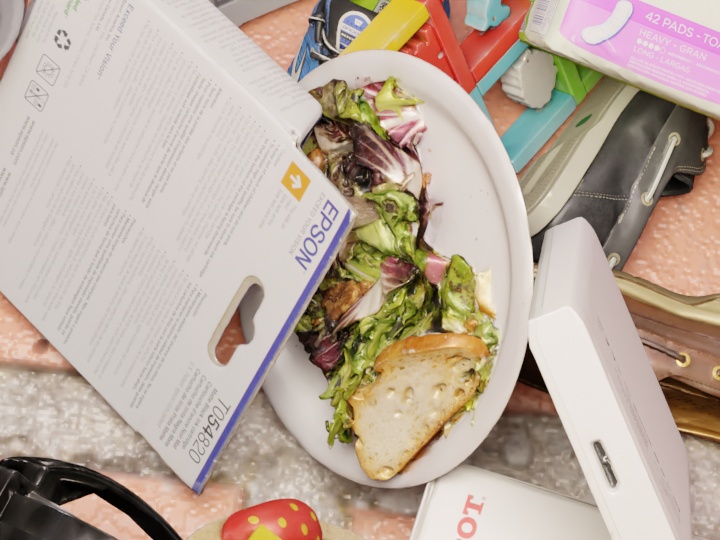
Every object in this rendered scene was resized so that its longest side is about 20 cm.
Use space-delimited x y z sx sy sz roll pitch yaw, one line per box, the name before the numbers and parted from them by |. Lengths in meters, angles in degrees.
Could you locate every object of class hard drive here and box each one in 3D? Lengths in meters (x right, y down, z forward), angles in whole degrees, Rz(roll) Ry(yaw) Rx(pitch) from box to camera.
hard drive | 0.110 0.057 1.156 0.026 0.200 0.133 -22 98 9

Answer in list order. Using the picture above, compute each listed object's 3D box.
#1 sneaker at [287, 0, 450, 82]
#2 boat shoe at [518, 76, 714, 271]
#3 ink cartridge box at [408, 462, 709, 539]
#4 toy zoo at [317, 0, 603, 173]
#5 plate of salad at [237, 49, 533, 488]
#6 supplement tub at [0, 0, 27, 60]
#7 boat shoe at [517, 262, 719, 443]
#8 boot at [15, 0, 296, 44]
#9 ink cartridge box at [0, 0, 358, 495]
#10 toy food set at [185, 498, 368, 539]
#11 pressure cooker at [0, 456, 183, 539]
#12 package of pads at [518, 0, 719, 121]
sneaker | -0.013 -0.093 1.334 0.078 0.089 0.201 19 66 9
boat shoe | 0.145 -0.069 1.349 0.068 0.072 0.200 43 65 -10
ink cartridge box | 0.106 0.191 1.208 0.199 0.084 0.147 17 65 7
toy zoo | 0.050 -0.093 1.317 0.020 0.132 0.200 24 63 40
plate of salad | 0.000 0.000 1.217 0.048 0.200 0.201 -4 59 -42
supplement tub | -0.224 -0.148 1.291 0.106 0.107 0.200 -28 26 -14
boat shoe | 0.126 0.045 1.284 0.198 0.072 0.068 10 63 0
boot | -0.097 -0.171 1.389 0.199 0.074 0.096 -21 54 -14
ink cartridge box | -0.095 -0.029 1.252 0.200 0.200 0.041 45 39 17
toy food set | 0.003 0.177 1.087 0.200 0.049 0.198 40 32 -3
pressure cooker | -0.139 0.188 1.153 0.178 0.176 0.201 26 68 8
package of pads | 0.195 -0.147 1.282 0.199 0.068 0.156 20 93 -9
